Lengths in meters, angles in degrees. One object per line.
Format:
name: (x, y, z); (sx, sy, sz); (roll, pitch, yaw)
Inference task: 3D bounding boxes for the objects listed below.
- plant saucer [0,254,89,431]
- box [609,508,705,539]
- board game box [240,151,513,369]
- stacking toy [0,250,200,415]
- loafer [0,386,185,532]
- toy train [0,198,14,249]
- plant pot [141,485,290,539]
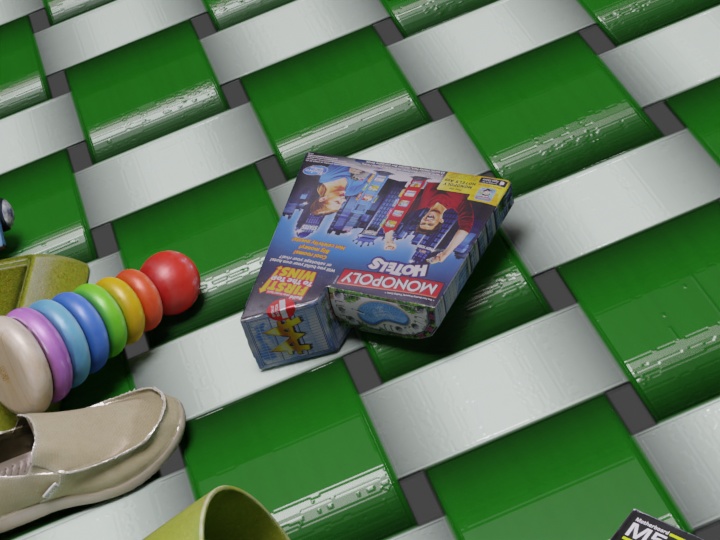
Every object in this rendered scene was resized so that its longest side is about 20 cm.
plant saucer: (-0.345, 0.060, 1.385); (0.198, 0.048, 0.201); (-10, 41, 10)
box: (0.196, 0.257, 0.961); (0.199, 0.048, 0.193); (20, 52, 37)
board game box: (0.000, 0.000, 1.309); (0.198, 0.062, 0.200); (10, 49, 30)
stacking toy: (-0.210, 0.042, 1.319); (0.085, 0.086, 0.199); (23, 38, 38)
loafer: (-0.229, 0.140, 1.235); (0.199, 0.069, 0.076); (-25, 40, -7)
toy train: (-0.415, -0.031, 1.453); (0.198, 0.088, 0.114); (-13, -4, 3)
plant pot: (-0.132, 0.262, 1.000); (0.199, 0.187, 0.188); (-27, 39, 12)
